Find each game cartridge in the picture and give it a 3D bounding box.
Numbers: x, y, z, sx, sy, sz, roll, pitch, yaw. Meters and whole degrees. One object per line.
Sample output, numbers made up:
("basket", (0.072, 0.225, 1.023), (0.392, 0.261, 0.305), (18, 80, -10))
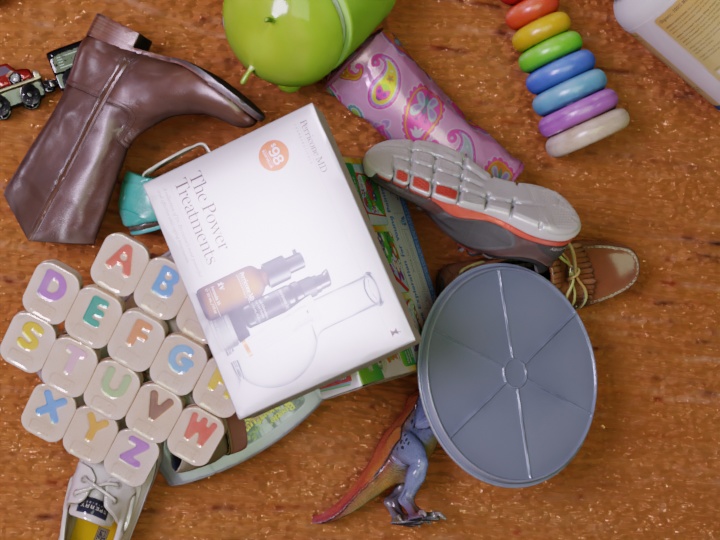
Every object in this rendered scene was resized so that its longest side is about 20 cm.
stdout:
("game cartridge", (-0.116, 0.103, 1.144), (0.200, 0.041, 0.133), (-34, 102, -10))

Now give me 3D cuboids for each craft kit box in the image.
("craft kit box", (0.000, 0.000, 1.077), (0.048, 0.197, 0.201), (-21, 82, 23))

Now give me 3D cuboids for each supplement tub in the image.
("supplement tub", (0.334, -0.256, 1.181), (0.200, 0.145, 0.145), (37, 83, -11))

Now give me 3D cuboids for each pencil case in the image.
("pencil case", (0.059, -0.131, 1.154), (0.200, 0.087, 0.087), (44, 82, -11))

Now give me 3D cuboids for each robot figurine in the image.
("robot figurine", (-0.041, -0.237, 1.083), (0.115, 0.176, 0.200), (33, 49, 5))

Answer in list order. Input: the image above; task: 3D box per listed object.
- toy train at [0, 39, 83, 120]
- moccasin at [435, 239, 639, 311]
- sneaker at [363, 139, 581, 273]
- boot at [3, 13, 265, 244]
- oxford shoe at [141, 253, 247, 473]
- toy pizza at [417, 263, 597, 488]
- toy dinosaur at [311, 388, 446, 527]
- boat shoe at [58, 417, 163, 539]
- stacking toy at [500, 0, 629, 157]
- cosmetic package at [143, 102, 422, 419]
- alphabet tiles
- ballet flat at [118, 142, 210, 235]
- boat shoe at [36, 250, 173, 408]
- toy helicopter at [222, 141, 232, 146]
("toy train", (-0.312, -0.159, 1.093), (0.199, 0.034, 0.046), (-23, 93, -12))
("moccasin", (0.174, 0.006, 1.185), (0.200, 0.078, 0.074), (-1, 92, -13))
("sneaker", (0.090, -0.047, 1.100), (0.199, 0.082, 0.077), (23, 42, 5))
("boot", (-0.198, -0.093, 1.063), (0.186, 0.064, 0.201), (29, 94, 18))
("oxford shoe", (-0.157, 0.084, 1.055), (0.074, 0.071, 0.201), (-28, 113, -25))
("toy pizza", (0.130, 0.094, 1.117), (0.199, 0.032, 0.201), (6, 77, -30))
("toy dinosaur", (0.055, 0.142, 1.161), (0.199, 0.105, 0.182), (1, 73, -3))
("boat shoe", (-0.225, 0.199, 1.087), (0.071, 0.070, 0.201), (19, 97, 1))
("stacking toy", (0.181, -0.213, 1.184), (0.085, 0.085, 0.201), (-24, 92, -11))
("cosmetic package", (-0.060, -0.006, 0.964), (0.150, 0.052, 0.201), (-25, 82, 5))
("alphabet tiles", (-0.194, 0.077, 1.025), (0.199, 0.015, 0.196), (29, 106, -2))
("ballet flat", (-0.120, -0.083, 1.120), (0.199, 0.067, 0.071), (-11, 101, -11))
("boat shoe", (-0.205, 0.034, 1.105), (0.068, 0.072, 0.200), (33, 74, 29))
("toy helicopter", (-0.097, -0.011, 1.084), (0.132, 0.079, 0.201), (-14, 101, -2))
